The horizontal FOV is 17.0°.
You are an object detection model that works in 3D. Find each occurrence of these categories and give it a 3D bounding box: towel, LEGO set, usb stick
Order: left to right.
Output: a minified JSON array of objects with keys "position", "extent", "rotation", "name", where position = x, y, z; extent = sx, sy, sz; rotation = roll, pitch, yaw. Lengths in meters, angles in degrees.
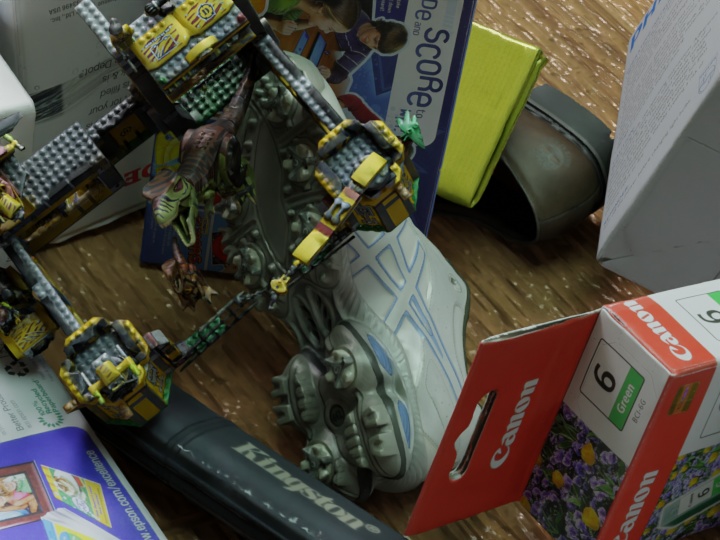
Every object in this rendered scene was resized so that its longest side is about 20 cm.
[{"position":[-0.082,-0.040,0.960],"extent":[0.200,0.116,0.154],"rotation":[-31,69,1],"name":"LEGO set"},{"position":[-0.035,0.098,0.996],"extent":[0.200,0.033,0.055],"rotation":[32,13,23],"name":"usb stick"},{"position":[-0.002,-0.100,1.198],"extent":[0.200,0.086,0.018],"rotation":[24,1,36],"name":"towel"}]

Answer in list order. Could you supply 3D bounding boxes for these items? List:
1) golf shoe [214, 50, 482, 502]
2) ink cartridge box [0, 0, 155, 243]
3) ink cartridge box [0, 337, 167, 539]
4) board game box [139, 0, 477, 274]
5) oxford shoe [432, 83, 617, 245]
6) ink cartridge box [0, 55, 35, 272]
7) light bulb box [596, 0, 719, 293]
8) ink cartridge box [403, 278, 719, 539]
[{"position":[0.000,0.000,1.061],"extent":[0.097,0.078,0.200],"rotation":[-7,80,-42],"name":"golf shoe"},{"position":[-0.116,-0.130,1.125],"extent":[0.145,0.200,0.084],"rotation":[-24,47,-27],"name":"ink cartridge box"},{"position":[-0.198,0.096,0.956],"extent":[0.200,0.043,0.198],"rotation":[-12,43,-30],"name":"ink cartridge box"},{"position":[-0.024,-0.082,1.097],"extent":[0.135,0.200,0.034],"rotation":[9,36,-5],"name":"board game box"},{"position":[0.030,-0.077,1.211],"extent":[0.200,0.073,0.084],"rotation":[29,49,25],"name":"oxford shoe"},{"position":[-0.260,-0.040,1.046],"extent":[0.200,0.125,0.129],"rotation":[-13,44,-26],"name":"ink cartridge box"},{"position":[0.233,-0.061,1.159],"extent":[0.198,0.125,0.200],"rotation":[27,37,-8],"name":"light bulb box"},{"position":[0.121,0.065,1.002],"extent":[0.200,0.109,0.050],"rotation":[-12,44,-39],"name":"ink cartridge box"}]
